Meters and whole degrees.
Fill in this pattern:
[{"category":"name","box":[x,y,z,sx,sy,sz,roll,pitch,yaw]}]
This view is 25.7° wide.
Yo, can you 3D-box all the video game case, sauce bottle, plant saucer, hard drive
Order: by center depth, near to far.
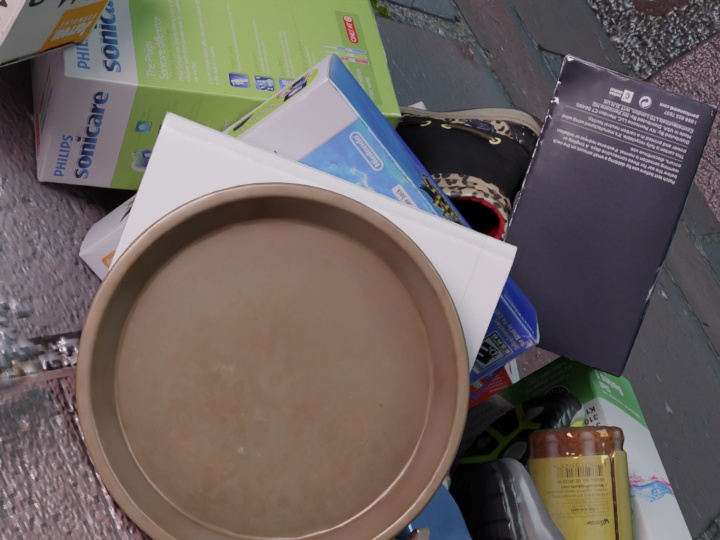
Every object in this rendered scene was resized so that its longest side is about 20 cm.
[{"category":"plant saucer","box":[-0.044,0.056,0.805,0.201,0.200,0.029,57,-5,-1]},{"category":"hard drive","box":[-0.032,0.013,0.841,0.199,0.132,0.026,21,4,-8]},{"category":"video game case","box":[-0.028,0.009,0.901,0.200,0.181,0.046,50,20,-18]},{"category":"sauce bottle","box":[0.139,0.198,0.976,0.066,0.066,0.201,16,70,-61]}]

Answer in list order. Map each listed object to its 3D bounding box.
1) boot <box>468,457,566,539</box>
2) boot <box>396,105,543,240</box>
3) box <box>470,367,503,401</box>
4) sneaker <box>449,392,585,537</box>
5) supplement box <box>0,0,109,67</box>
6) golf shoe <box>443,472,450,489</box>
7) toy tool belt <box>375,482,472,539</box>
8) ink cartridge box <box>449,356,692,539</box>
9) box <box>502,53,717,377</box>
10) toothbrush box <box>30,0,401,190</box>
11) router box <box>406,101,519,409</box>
[{"category":"boot","box":[0.151,0.186,0.923,0.201,0.131,0.070,69,-16,0]},{"category":"boot","box":[0.027,-0.060,1.128,0.154,0.203,0.074,-62,145,-59]},{"category":"box","box":[0.000,0.000,1.059,0.137,0.039,0.200,43,-3,-34]},{"category":"sneaker","box":[0.099,0.168,1.038,0.076,0.075,0.200,45,60,-22]},{"category":"supplement box","box":[-0.225,-0.192,0.796,0.200,0.074,0.126,35,21,2]},{"category":"golf shoe","box":[0.033,0.134,1.022,0.092,0.075,0.200,47,24,-35]},{"category":"toy tool belt","box":[0.030,0.166,0.863,0.200,0.123,0.125,57,34,-2]},{"category":"ink cartridge box","box":[0.143,0.179,1.100,0.084,0.145,0.201,35,30,-46]},{"category":"box","box":[0.164,-0.038,1.079,0.104,0.183,0.200,21,7,10]},{"category":"toothbrush box","box":[-0.091,-0.122,0.945,0.199,0.086,0.146,5,46,-21]},{"category":"router box","box":[0.069,-0.008,1.280,0.200,0.049,0.180,-95,161,-52]}]
